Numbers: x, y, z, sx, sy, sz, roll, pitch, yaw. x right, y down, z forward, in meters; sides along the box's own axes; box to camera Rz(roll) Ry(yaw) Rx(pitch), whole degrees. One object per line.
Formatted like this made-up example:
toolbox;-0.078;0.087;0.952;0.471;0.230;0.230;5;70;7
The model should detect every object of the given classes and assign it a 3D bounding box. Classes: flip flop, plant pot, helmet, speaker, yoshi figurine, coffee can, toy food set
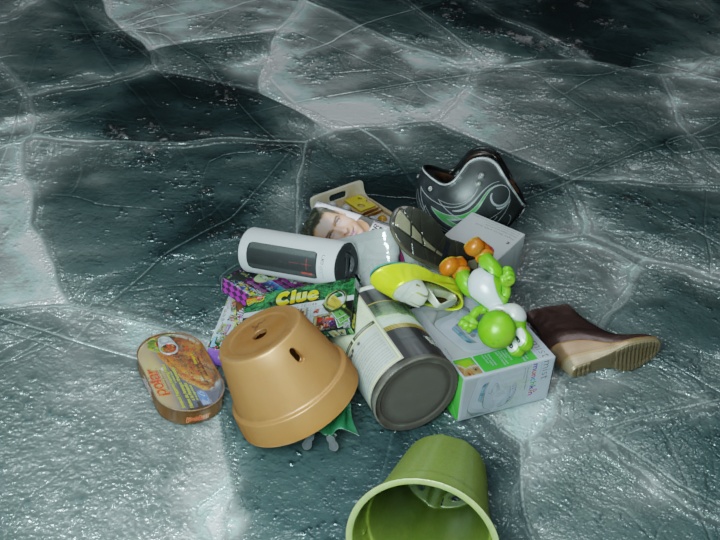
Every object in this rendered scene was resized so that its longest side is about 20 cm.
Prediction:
flip flop;0.119;-0.040;1.714;0.200;0.081;0.058;29;-17;-34
plant pot;0.100;0.320;1.366;0.200;0.200;0.190;13;22;10
plant pot;-0.122;0.148;1.524;0.200;0.140;0.200;-22;27;12
helmet;0.213;-0.147;2.029;0.191;0.200;0.200;-31;33;14
speaker;-0.106;-0.023;1.726;0.200;0.081;0.081;10;32;28
yoshi figurine;0.204;0.049;1.624;0.112;0.112;0.200;-23;67;-16
coffee can;0.046;0.137;1.629;0.146;0.146;0.200;-10;38;-22
toy food set;0.013;-0.120;2.073;0.143;0.060;0.200;-23;45;-35

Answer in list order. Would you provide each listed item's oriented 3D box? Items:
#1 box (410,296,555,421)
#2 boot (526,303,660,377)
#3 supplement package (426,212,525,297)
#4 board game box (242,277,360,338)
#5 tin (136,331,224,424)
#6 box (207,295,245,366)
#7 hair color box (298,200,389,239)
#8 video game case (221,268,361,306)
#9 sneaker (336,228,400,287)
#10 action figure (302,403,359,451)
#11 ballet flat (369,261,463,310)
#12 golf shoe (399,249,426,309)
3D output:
box;0.197;0.140;1.698;0.176;0.097;0.200;-11;37;-20
boot;0.411;0.108;1.796;0.200;0.072;0.166;-10;40;-17
supplement package;0.201;-0.001;1.879;0.121;0.120;0.200;25;39;23
board game box;-0.100;0.072;1.647;0.200;0.023;0.105;-11;46;19
tin;-0.290;0.171;1.623;0.112;0.042;0.200;-8;37;-26
box;-0.174;0.098;1.744;0.137;0.039;0.200;9;34;3
hair color box;-0.012;-0.053;1.939;0.200;0.061;0.099;19;66;18
video game case;-0.112;0.036;1.780;0.200;0.036;0.181;30;38;30
sneaker;0.000;0.000;1.755;0.074;0.116;0.200;-1;-8;-33
action figure;-0.057;0.205;1.597;0.118;0.055;0.200;5;30;0
ballet flat;0.101;0.032;1.657;0.200;0.067;0.067;12;38;-46
golf shoe;0.092;0.004;1.784;0.092;0.200;0.073;19;31;20
